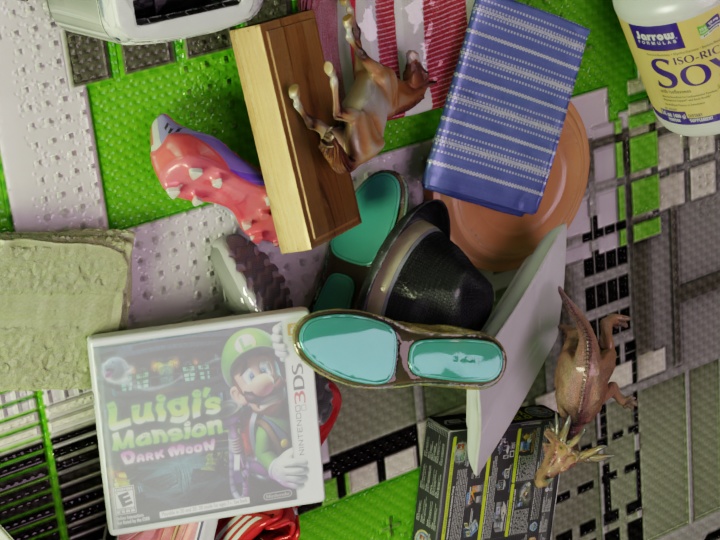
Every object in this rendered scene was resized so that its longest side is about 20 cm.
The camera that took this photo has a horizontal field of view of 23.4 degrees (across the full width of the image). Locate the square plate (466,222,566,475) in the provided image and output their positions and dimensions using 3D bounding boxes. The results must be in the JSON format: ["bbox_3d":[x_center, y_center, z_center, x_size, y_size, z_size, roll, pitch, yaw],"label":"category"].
[{"bbox_3d":[0.152,0.077,1.744,0.198,0.028,0.200,-56,158,-32],"label":"square plate"}]

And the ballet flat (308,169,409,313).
[{"bbox_3d":[0.000,0.000,1.674,0.074,0.074,0.201,23,93,-37],"label":"ballet flat"}]

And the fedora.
[{"bbox_3d":[0.071,0.032,1.656,0.201,0.091,0.201,-52,156,-34],"label":"fedora"}]

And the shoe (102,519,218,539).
[{"bbox_3d":[-0.181,0.216,1.609,0.091,0.071,0.201,11,88,-21],"label":"shoe"}]

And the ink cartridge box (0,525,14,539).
[{"bbox_3d":[-0.326,0.305,1.507,0.128,0.125,0.200,-42,124,-16],"label":"ink cartridge box"}]

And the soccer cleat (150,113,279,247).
[{"bbox_3d":[-0.113,-0.081,1.568,0.067,0.077,0.200,-35,147,25],"label":"soccer cleat"}]

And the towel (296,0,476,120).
[{"bbox_3d":[0.036,-0.213,1.638,0.199,0.023,0.145,-16,114,-25],"label":"towel"}]

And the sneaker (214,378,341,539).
[{"bbox_3d":[-0.065,0.201,1.654,0.078,0.115,0.200,41,83,-37],"label":"sneaker"}]

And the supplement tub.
[{"bbox_3d":[0.340,-0.254,1.761,0.145,0.145,0.200,-39,123,-17],"label":"supplement tub"}]

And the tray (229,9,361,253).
[{"bbox_3d":[-0.055,-0.125,1.550,0.099,0.037,0.201,-30,110,-58],"label":"tray"}]

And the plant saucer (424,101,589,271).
[{"bbox_3d":[0.154,-0.095,1.759,0.200,0.032,0.201,-11,110,-31],"label":"plant saucer"}]

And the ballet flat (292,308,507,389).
[{"bbox_3d":[0.032,0.074,1.572,0.199,0.071,0.071,7,102,-12],"label":"ballet flat"}]

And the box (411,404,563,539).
[{"bbox_3d":[0.134,0.249,1.850,0.160,0.044,0.201,-4,107,-32],"label":"box"}]

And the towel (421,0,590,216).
[{"bbox_3d":[0.141,-0.160,1.701,0.144,0.024,0.201,13,96,-33],"label":"towel"}]

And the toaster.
[{"bbox_3d":[-0.173,-0.249,1.427,0.199,0.129,0.114,-16,113,-29],"label":"toaster"}]

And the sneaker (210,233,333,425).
[{"bbox_3d":[-0.101,0.064,1.612,0.201,0.082,0.075,67,23,-12],"label":"sneaker"}]

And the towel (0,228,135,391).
[{"bbox_3d":[-0.288,0.035,1.501,0.199,0.036,0.149,-2,107,-35],"label":"towel"}]

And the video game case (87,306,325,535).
[{"bbox_3d":[-0.135,0.134,1.554,0.199,0.023,0.183,-7,103,-13],"label":"video game case"}]

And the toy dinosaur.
[{"bbox_3d":[0.227,0.122,1.777,0.136,0.086,0.201,-55,146,-53],"label":"toy dinosaur"}]

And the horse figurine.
[{"bbox_3d":[-0.002,-0.153,1.561,0.133,0.050,0.200,59,38,-36],"label":"horse figurine"}]
